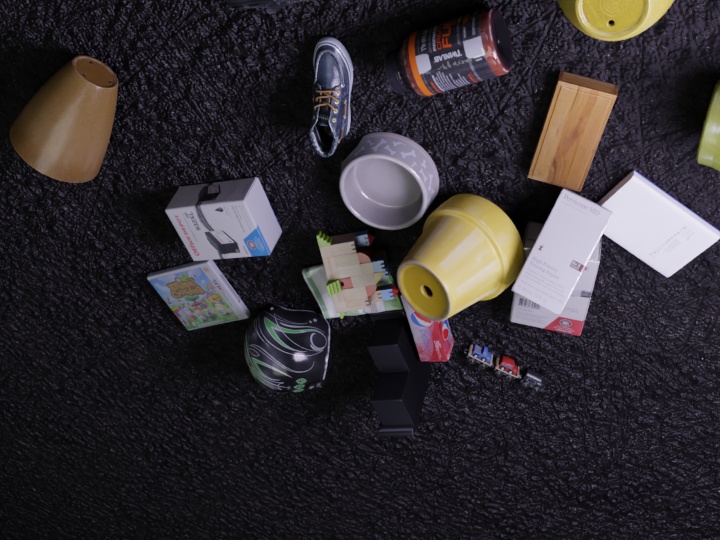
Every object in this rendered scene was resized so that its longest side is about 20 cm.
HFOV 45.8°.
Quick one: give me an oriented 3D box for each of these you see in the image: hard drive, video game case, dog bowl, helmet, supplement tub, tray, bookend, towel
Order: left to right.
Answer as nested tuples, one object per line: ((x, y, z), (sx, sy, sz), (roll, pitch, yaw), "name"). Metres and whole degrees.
((-0.386, 0.060, 2.030), (0.197, 0.022, 0.183), (-12, 126, 30), "video game case")
((-0.174, 0.182, 1.957), (0.187, 0.202, 0.201), (8, 137, -11), "helmet")
((-0.017, 0.042, 1.862), (0.197, 0.031, 0.150), (-7, 129, 27), "towel")
((0.049, -0.162, 1.623), (0.197, 0.059, 0.202), (12, 134, 12), "dog bowl")
((0.069, 0.225, 1.880), (0.091, 0.202, 0.200), (-6, 130, 26), "bookend")
((0.139, -0.346, 1.379), (0.197, 0.108, 0.108), (-11, 127, 29), "supplement tub")
((0.358, -0.233, 1.451), (0.097, 0.037, 0.202), (16, 136, 7), "tray")
((0.524, -0.081, 1.535), (0.198, 0.026, 0.132), (32, 135, -10), "hard drive")

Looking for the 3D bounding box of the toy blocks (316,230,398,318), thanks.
((0.000, 0.000, 1.764), (0.134, 0.100, 0.203), (-9, 112, 12), "toy blocks")

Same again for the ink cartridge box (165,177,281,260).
((-0.286, -0.105, 1.790), (0.197, 0.084, 0.146), (-4, 131, 24), "ink cartridge box")

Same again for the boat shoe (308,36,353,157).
((-0.054, -0.302, 1.506), (0.070, 0.092, 0.202), (8, 134, 14), "boat shoe")

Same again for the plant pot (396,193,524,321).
((0.172, -0.010, 1.578), (0.199, 0.188, 0.203), (31, 142, 28), "plant pot")

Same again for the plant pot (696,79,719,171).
((0.617, -0.207, 1.280), (0.190, 0.201, 0.202), (17, 137, 22), "plant pot")

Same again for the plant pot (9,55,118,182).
((-0.553, -0.307, 1.655), (0.185, 0.187, 0.200), (34, 121, -13), "plant pot")

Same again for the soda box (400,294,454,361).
((0.145, 0.106, 1.835), (0.069, 0.064, 0.202), (-2, 130, 22), "soda box")

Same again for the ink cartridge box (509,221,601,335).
((0.375, 0.016, 1.644), (0.144, 0.083, 0.202), (12, 134, 11), "ink cartridge box")

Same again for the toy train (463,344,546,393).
((0.323, 0.215, 1.889), (0.197, 0.034, 0.046), (24, 132, -2), "toy train")

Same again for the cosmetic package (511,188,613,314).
((0.357, -0.035, 1.511), (0.101, 0.074, 0.203), (26, 101, 10), "cosmetic package")

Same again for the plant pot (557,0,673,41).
((0.362, -0.407, 1.207), (0.197, 0.143, 0.202), (11, 136, 11), "plant pot")

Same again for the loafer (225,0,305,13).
((-0.142, -0.463, 1.410), (0.197, 0.069, 0.071), (8, 143, 22), "loafer")
